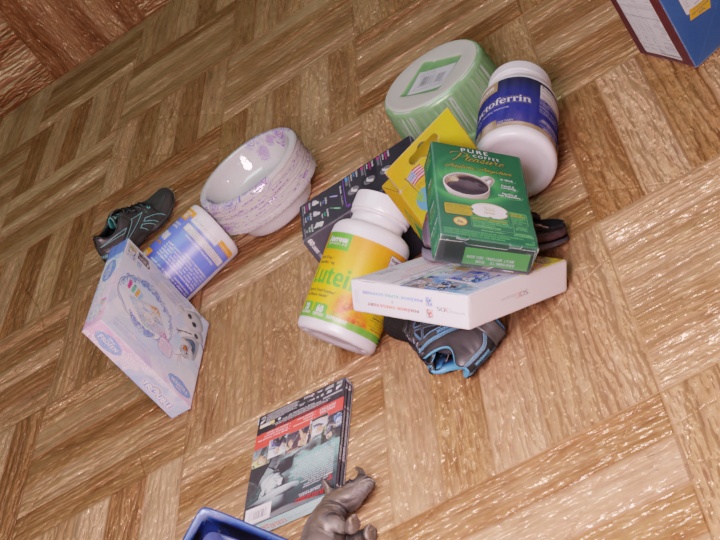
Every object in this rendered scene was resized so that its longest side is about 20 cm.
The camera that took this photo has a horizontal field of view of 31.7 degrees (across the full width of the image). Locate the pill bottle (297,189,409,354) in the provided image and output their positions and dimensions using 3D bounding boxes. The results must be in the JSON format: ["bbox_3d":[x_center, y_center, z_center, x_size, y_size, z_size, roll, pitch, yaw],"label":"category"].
[{"bbox_3d":[0.000,0.000,1.682,0.111,0.111,0.202,7,74,53],"label":"pill bottle"}]

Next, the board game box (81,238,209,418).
[{"bbox_3d":[-0.316,0.085,1.895,0.043,0.200,0.200,-28,30,21],"label":"board game box"}]

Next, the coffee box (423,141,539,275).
[{"bbox_3d":[0.142,-0.077,1.523,0.121,0.044,0.201,8,37,-9],"label":"coffee box"}]

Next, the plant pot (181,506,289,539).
[{"bbox_3d":[-0.112,0.362,1.241,0.201,0.199,0.180,-62,20,7],"label":"plant pot"}]

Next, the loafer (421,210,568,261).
[{"bbox_3d":[0.169,-0.053,1.572,0.198,0.064,0.072,-8,13,-19],"label":"loafer"}]

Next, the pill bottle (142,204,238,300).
[{"bbox_3d":[-0.309,-0.003,2.104,0.200,0.112,0.112,-44,29,-9],"label":"pill bottle"}]

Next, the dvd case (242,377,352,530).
[{"bbox_3d":[-0.078,0.234,1.600,0.145,0.022,0.201,-27,30,21],"label":"dvd case"}]

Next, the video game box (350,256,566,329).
[{"bbox_3d":[0.120,0.017,1.523,0.181,0.047,0.199,5,16,44],"label":"video game box"}]

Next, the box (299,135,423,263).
[{"bbox_3d":[0.026,-0.076,1.807,0.199,0.123,0.106,-32,29,13],"label":"box"}]

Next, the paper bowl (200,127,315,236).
[{"bbox_3d":[-0.163,-0.138,2.133,0.199,0.105,0.202,-29,31,19],"label":"paper bowl"}]

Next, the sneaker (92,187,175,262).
[{"bbox_3d":[-0.428,-0.094,2.404,0.075,0.079,0.201,-1,46,48],"label":"sneaker"}]

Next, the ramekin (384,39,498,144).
[{"bbox_3d":[0.134,-0.269,1.978,0.199,0.098,0.201,-28,31,18],"label":"ramekin"}]

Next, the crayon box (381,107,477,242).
[{"bbox_3d":[0.116,-0.102,1.660,0.127,0.200,0.051,-45,30,-13],"label":"crayon box"}]

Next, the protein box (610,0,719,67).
[{"bbox_3d":[0.446,-0.425,1.731,0.198,0.200,0.135,-42,29,-6],"label":"protein box"}]

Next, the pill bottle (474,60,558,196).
[{"bbox_3d":[0.219,-0.202,1.770,0.115,0.116,0.201,-23,32,26],"label":"pill bottle"}]

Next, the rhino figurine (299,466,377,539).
[{"bbox_3d":[-0.031,0.296,1.420,0.087,0.060,0.201,-15,35,31],"label":"rhino figurine"}]

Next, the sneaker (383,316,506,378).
[{"bbox_3d":[0.086,0.081,1.571,0.199,0.073,0.082,4,53,53],"label":"sneaker"}]
